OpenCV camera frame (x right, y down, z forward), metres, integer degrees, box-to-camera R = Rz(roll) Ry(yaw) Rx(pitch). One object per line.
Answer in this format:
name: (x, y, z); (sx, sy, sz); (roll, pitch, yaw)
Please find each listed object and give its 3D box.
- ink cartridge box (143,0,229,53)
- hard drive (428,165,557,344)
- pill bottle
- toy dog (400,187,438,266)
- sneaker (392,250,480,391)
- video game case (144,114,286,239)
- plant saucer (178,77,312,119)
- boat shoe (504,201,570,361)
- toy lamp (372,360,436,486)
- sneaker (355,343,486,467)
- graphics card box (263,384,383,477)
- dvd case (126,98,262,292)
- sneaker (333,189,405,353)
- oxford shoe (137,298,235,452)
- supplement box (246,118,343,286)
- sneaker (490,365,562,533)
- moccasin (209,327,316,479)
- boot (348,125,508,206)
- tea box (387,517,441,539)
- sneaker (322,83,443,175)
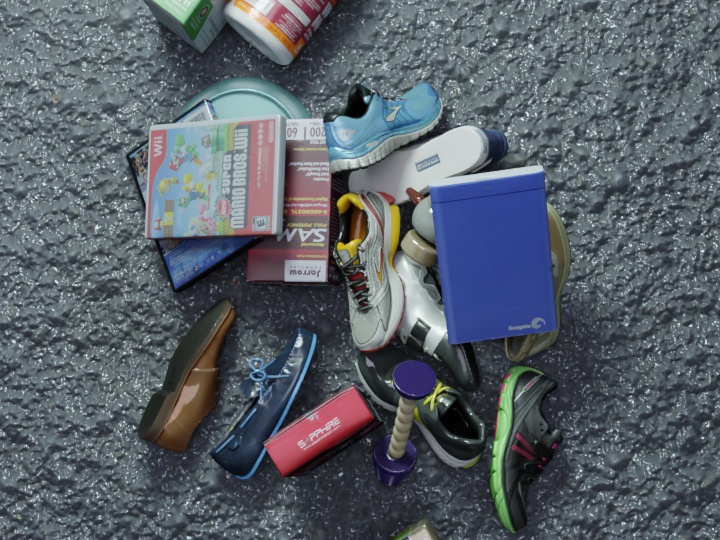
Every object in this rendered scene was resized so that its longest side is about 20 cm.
ink cartridge box: (-0.180, -0.391, 1.726); (0.083, 0.147, 0.201); (36, 88, 6)
hard drive: (0.155, -0.016, 1.592); (0.130, 0.025, 0.202); (-8, 115, 3)
pill bottle: (-0.074, -0.369, 1.735); (0.109, 0.110, 0.201); (38, 87, 7)
toy dog: (0.123, -0.055, 1.676); (0.132, 0.200, 0.097); (-40, 50, 11)
sneaker: (0.078, 0.071, 1.699); (0.088, 0.074, 0.201); (-30, 72, 7)
video game case: (-0.178, -0.112, 1.677); (0.198, 0.017, 0.145); (-1, 84, 31)
plant saucer: (-0.151, -0.151, 1.757); (0.198, 0.027, 0.203); (-1, 83, 4)
boat shoe: (0.203, 0.013, 1.650); (0.073, 0.063, 0.203); (26, 127, 36)
toy lamp: (0.049, 0.187, 1.630); (0.058, 0.201, 0.059); (5, 46, -6)
sneaker: (0.082, 0.151, 1.672); (0.200, 0.085, 0.075); (41, 64, 2)
graphics card box: (-0.040, 0.192, 1.625); (0.125, 0.200, 0.051); (-33, 82, -2)
dvd case: (-0.210, -0.093, 1.714); (0.142, 0.017, 0.202); (-31, 70, 25)
sneaker: (0.000, 0.000, 1.666); (0.077, 0.082, 0.202); (-14, 73, 39)
oxford shoe: (-0.202, 0.132, 1.719); (0.071, 0.071, 0.201); (30, 84, -23)
supplement box: (-0.080, -0.083, 1.695); (0.108, 0.061, 0.202); (0, 86, 13)
sneaker: (0.202, 0.219, 1.669); (0.083, 0.077, 0.202); (6, 85, 8)
moccasin: (-0.121, 0.157, 1.691); (0.068, 0.080, 0.201); (27, 85, -6)
boot: (0.087, -0.127, 1.722); (0.198, 0.090, 0.074); (-15, 86, 31)
tea box: (0.047, 0.431, 1.626); (0.196, 0.134, 0.201); (-30, 83, 1)
sneaker: (0.028, -0.193, 1.678); (0.078, 0.200, 0.091); (-8, 110, 44)
